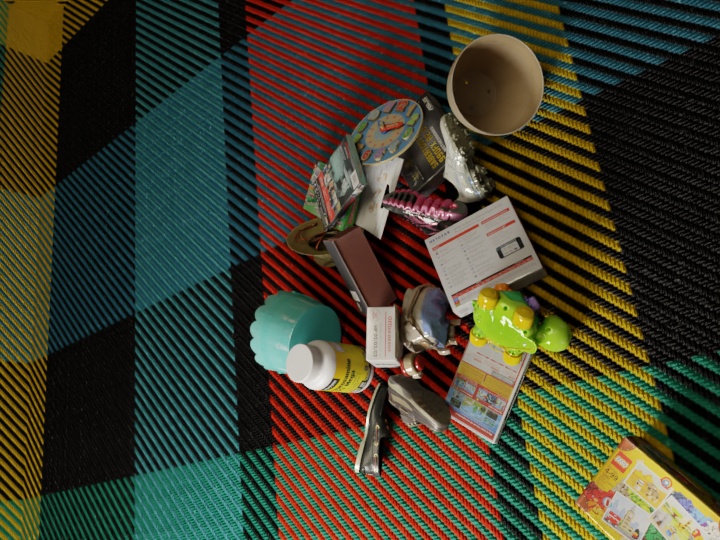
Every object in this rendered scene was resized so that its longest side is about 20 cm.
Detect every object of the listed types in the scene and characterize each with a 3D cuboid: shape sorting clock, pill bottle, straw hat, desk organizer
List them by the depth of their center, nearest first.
[{"bbox_3d":[-0.070,0.220,1.533,0.112,0.200,0.113,-11,72,40],"label":"pill bottle"},{"bbox_3d":[0.000,0.000,1.565,0.201,0.077,0.072,63,162,-12],"label":"desk organizer"},{"bbox_3d":[0.057,-0.326,1.567,0.199,0.039,0.201,-20,45,21],"label":"shape sorting clock"},{"bbox_3d":[-0.082,-0.056,1.685,0.201,0.201,0.085,24,136,42],"label":"straw hat"}]

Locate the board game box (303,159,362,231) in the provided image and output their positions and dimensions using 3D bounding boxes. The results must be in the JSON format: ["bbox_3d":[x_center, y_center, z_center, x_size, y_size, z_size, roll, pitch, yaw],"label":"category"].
[{"bbox_3d":[-0.070,-0.190,1.689,0.200,0.029,0.135,33,112,49],"label":"board game box"}]

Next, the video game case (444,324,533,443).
[{"bbox_3d":[0.256,0.229,1.364,0.143,0.017,0.201,25,97,42],"label":"video game case"}]

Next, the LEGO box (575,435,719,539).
[{"bbox_3d":[0.480,0.393,1.082,0.200,0.077,0.149,42,108,40],"label":"LEGO box"}]

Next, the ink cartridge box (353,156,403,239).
[{"bbox_3d":[0.040,-0.195,1.607,0.173,0.043,0.201,35,116,47],"label":"ink cartridge box"}]

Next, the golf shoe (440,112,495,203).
[{"bbox_3d":[0.205,-0.236,1.445,0.097,0.078,0.201,-22,93,44],"label":"golf shoe"}]

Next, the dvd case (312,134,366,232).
[{"bbox_3d":[-0.054,-0.207,1.609,0.200,0.022,0.147,-50,48,48],"label":"dvd case"}]

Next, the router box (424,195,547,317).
[{"bbox_3d":[0.255,-0.028,1.375,0.199,0.049,0.180,-28,61,17],"label":"router box"}]

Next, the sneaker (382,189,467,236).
[{"bbox_3d":[0.138,-0.118,1.488,0.199,0.079,0.096,17,131,22],"label":"sneaker"}]

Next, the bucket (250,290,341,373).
[{"bbox_3d":[-0.152,0.159,1.628,0.134,0.207,0.208,12,88,40],"label":"bucket"}]

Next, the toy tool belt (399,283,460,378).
[{"bbox_3d":[0.150,0.121,1.409,0.123,0.125,0.201,-16,50,32],"label":"toy tool belt"}]

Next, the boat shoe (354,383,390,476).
[{"bbox_3d":[0.039,0.357,1.498,0.063,0.074,0.202,9,77,14],"label":"boat shoe"}]

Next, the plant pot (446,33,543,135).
[{"bbox_3d":[0.265,-0.382,1.413,0.134,0.199,0.201,-152,80,-77],"label":"plant pot"}]

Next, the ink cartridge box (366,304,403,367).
[{"bbox_3d":[0.053,0.143,1.441,0.068,0.200,0.116,-1,77,8],"label":"ink cartridge box"}]

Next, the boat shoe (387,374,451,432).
[{"bbox_3d":[0.125,0.294,1.430,0.200,0.074,0.074,38,124,56],"label":"boat shoe"}]

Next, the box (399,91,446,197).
[{"bbox_3d":[0.152,-0.294,1.565,0.158,0.048,0.201,-41,55,26],"label":"box"}]

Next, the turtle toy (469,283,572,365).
[{"bbox_3d":[0.304,0.101,1.281,0.200,0.101,0.146,29,140,24],"label":"turtle toy"}]
